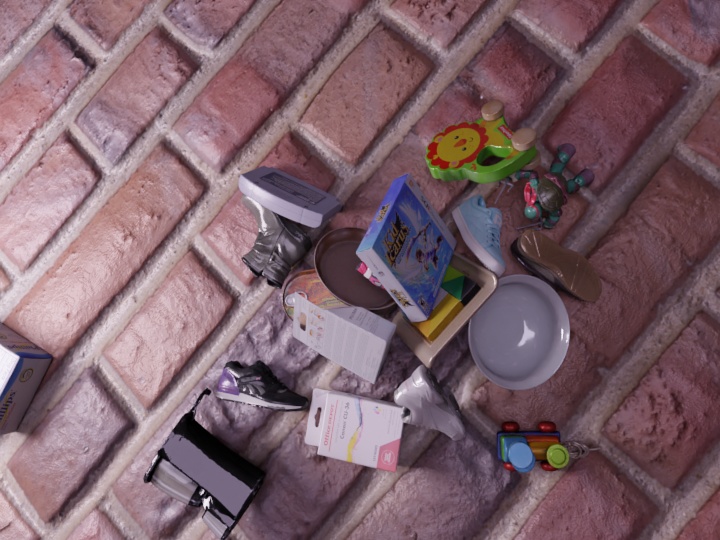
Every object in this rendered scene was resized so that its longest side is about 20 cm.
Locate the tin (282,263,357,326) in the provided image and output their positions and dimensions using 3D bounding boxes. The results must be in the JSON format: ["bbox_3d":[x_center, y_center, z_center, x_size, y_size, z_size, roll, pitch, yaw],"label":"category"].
[{"bbox_3d":[-0.064,0.053,1.076,0.192,0.042,0.116,-8,77,6],"label":"tin"}]

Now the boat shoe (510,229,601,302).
[{"bbox_3d":[0.377,-0.007,1.010,0.196,0.065,0.074,31,77,-8],"label":"boat shoe"}]

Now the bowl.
[{"bbox_3d":[0.283,0.113,0.982,0.193,0.090,0.210,0,88,-5],"label":"bowl"}]

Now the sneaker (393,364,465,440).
[{"bbox_3d":[0.126,0.258,0.969,0.098,0.079,0.201,-30,122,14],"label":"sneaker"}]

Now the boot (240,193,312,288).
[{"bbox_3d":[-0.205,-0.067,1.083,0.199,0.068,0.131,40,74,9],"label":"boot"}]

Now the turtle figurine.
[{"bbox_3d":[0.358,-0.149,1.005,0.198,0.100,0.152,-39,110,-16],"label":"turtle figurine"}]

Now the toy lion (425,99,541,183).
[{"bbox_3d":[0.226,-0.235,1.024,0.188,0.069,0.202,-31,43,4],"label":"toy lion"}]

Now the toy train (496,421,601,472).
[{"bbox_3d":[0.351,0.324,0.939,0.192,0.116,0.088,-2,82,8],"label":"toy train"}]

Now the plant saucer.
[{"bbox_3d":[0.000,0.000,1.030,0.193,0.033,0.205,11,48,-12],"label":"plant saucer"}]

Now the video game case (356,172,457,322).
[{"bbox_3d":[0.094,-0.044,0.968,0.182,0.045,0.203,48,50,-26],"label":"video game case"}]

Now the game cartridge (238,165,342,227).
[{"bbox_3d":[-0.145,-0.153,1.071,0.195,0.133,0.043,27,122,11],"label":"game cartridge"}]

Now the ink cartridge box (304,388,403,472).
[{"bbox_3d":[-0.015,0.306,1.017,0.192,0.068,0.121,9,83,9],"label":"ink cartridge box"}]

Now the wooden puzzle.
[{"bbox_3d":[0.148,0.061,0.981,0.037,0.185,0.202,38,91,-25],"label":"wooden puzzle"}]

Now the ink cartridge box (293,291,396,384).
[{"bbox_3d":[-0.037,0.119,1.003,0.195,0.162,0.048,28,53,12],"label":"ink cartridge box"}]

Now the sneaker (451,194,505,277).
[{"bbox_3d":[0.236,-0.078,0.984,0.082,0.073,0.203,-42,40,21],"label":"sneaker"}]

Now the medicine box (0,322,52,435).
[{"bbox_3d":[-0.809,0.224,1.122,0.195,0.103,0.187,27,86,10],"label":"medicine box"}]

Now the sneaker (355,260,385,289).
[{"bbox_3d":[0.068,-0.043,1.025,0.074,0.081,0.201,39,56,1],"label":"sneaker"}]

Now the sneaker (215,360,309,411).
[{"bbox_3d":[-0.195,0.229,1.053,0.192,0.076,0.091,8,77,9],"label":"sneaker"}]

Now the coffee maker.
[{"bbox_3d":[-0.283,0.376,1.002,0.196,0.135,0.196,32,101,4],"label":"coffee maker"}]
